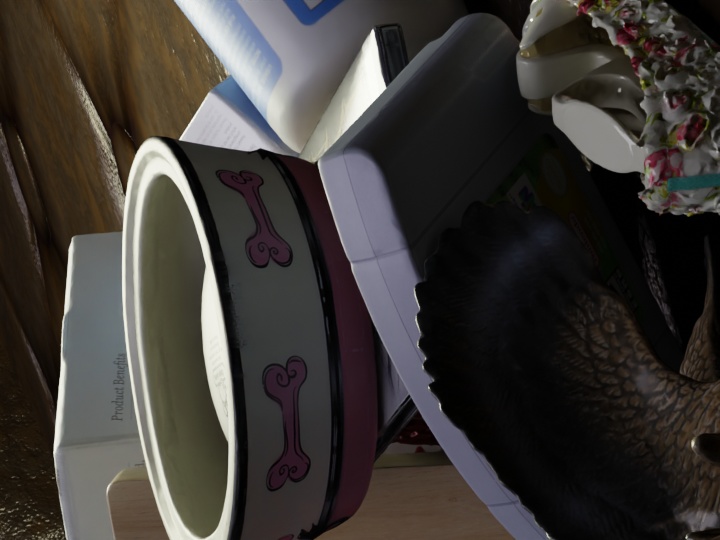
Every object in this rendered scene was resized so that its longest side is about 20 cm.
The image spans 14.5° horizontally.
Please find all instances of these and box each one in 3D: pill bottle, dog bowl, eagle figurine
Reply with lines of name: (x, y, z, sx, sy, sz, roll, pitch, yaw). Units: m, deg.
pill bottle: (-0.017, -0.125, 1.366, 0.200, 0.112, 0.112, 54, 162, 19)
dog bowl: (-0.050, 0.036, 1.285, 0.200, 0.073, 0.201, 173, 90, -72)
eagle figurine: (0.126, 0.058, 1.055, 0.200, 0.151, 0.152, 31, 149, 55)

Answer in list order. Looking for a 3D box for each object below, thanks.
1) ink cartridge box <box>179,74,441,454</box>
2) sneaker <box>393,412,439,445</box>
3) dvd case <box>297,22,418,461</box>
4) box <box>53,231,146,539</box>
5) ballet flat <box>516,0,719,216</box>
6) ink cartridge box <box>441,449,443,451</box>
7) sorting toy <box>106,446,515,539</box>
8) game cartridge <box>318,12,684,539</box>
ink cartridge box: (-0.008, -0.003, 1.433, 0.200, 0.068, 0.116, 44, 134, 7)
sneaker: (0.052, 0.024, 1.325, 0.200, 0.078, 0.083, -38, 51, 43)
dvd case: (0.000, 0.000, 1.258, 0.200, 0.016, 0.150, 126, 136, -65)
box: (-0.090, 0.109, 1.556, 0.199, 0.130, 0.201, -95, 0, -56)
ballet flat: (0.097, -0.077, 1.100, 0.200, 0.064, 0.076, -132, 29, -61)
ink cartridge box: (0.025, 0.087, 1.615, 0.115, 0.068, 0.201, -143, 36, -69)
sorting toy: (-0.007, 0.178, 1.412, 0.070, 0.199, 0.200, -58, -38, -66)
game cartridge: (0.062, 0.012, 1.149, 0.040, 0.133, 0.201, -12, 116, 43)
